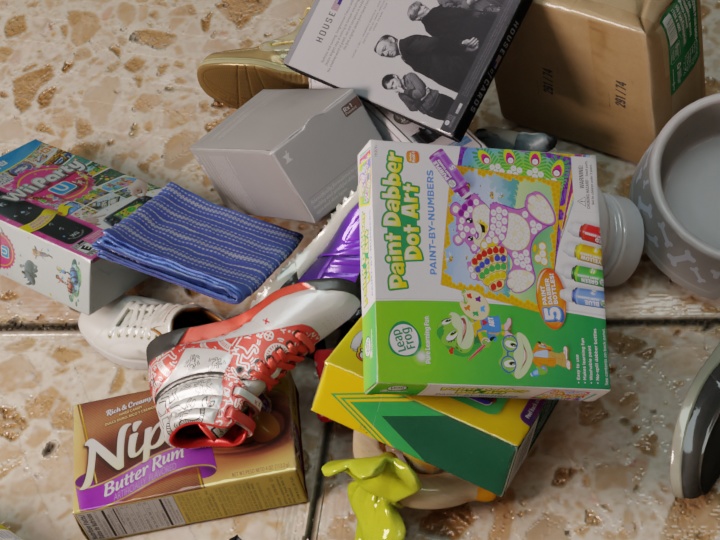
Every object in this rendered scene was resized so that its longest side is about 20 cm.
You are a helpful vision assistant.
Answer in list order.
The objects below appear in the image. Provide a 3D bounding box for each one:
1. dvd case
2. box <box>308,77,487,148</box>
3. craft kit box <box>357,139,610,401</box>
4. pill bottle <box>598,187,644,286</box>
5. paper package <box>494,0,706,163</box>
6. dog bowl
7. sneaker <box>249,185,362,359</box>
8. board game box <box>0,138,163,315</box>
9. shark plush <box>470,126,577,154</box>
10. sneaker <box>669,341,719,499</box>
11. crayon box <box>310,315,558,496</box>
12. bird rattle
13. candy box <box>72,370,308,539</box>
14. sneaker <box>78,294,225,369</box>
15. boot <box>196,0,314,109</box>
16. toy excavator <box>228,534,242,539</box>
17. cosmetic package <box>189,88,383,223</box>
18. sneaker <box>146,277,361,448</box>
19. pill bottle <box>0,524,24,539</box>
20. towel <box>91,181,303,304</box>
[{"bbox_3d":[0.041,-0.219,1.649,0.199,0.025,0.151,26,88,31],"label":"dvd case"},{"bbox_3d":[0.031,-0.125,1.712,0.060,0.117,0.200,-29,57,-24],"label":"box"},{"bbox_3d":[0.098,0.000,1.454,0.196,0.049,0.201,1,74,-13],"label":"craft kit box"},{"bbox_3d":[0.147,-0.038,1.586,0.199,0.113,0.113,7,42,-30],"label":"pill bottle"},{"bbox_3d":[0.220,-0.213,1.701,0.190,0.200,0.104,21,61,27],"label":"paper package"},{"bbox_3d":[0.341,-0.071,1.617,0.199,0.059,0.201,-1,63,1],"label":"dog bowl"},{"bbox_3d":[0.000,0.000,1.644,0.200,0.070,0.100,-46,77,12],"label":"sneaker"},{"bbox_3d":[-0.288,-0.046,1.751,0.199,0.065,0.147,21,35,27],"label":"board game box"},{"bbox_3d":[0.120,-0.095,1.722,0.199,0.091,0.084,17,88,20],"label":"shark plush"},{"bbox_3d":[0.332,0.113,1.492,0.106,0.075,0.200,17,57,29],"label":"sneaker"},{"bbox_3d":[0.079,0.082,1.522,0.172,0.059,0.200,23,34,13],"label":"crayon box"},{"bbox_3d":[0.040,0.146,1.551,0.162,0.113,0.201,0,38,0],"label":"bird rattle"},{"bbox_3d":[-0.151,0.158,1.590,0.199,0.057,0.117,-10,51,4],"label":"candy box"},{"bbox_3d":[-0.180,0.049,1.667,0.199,0.085,0.073,15,59,25],"label":"sneaker"},{"bbox_3d":[-0.061,-0.240,1.875,0.199,0.073,0.156,-1,52,11],"label":"boot"},{"bbox_3d":[-0.072,0.324,1.416,0.100,0.201,0.194,-33,7,-12],"label":"toy excavator"},{"bbox_3d":[-0.068,-0.110,1.707,0.107,0.090,0.200,-38,23,-17],"label":"cosmetic package"},{"bbox_3d":[-0.084,0.085,1.542,0.200,0.067,0.108,-19,56,10],"label":"sneaker"},{"bbox_3d":[-0.359,0.245,1.536,0.199,0.112,0.111,27,62,31],"label":"pill bottle"},{"bbox_3d":[-0.142,-0.028,1.635,0.144,0.024,0.200,20,21,7],"label":"towel"}]
